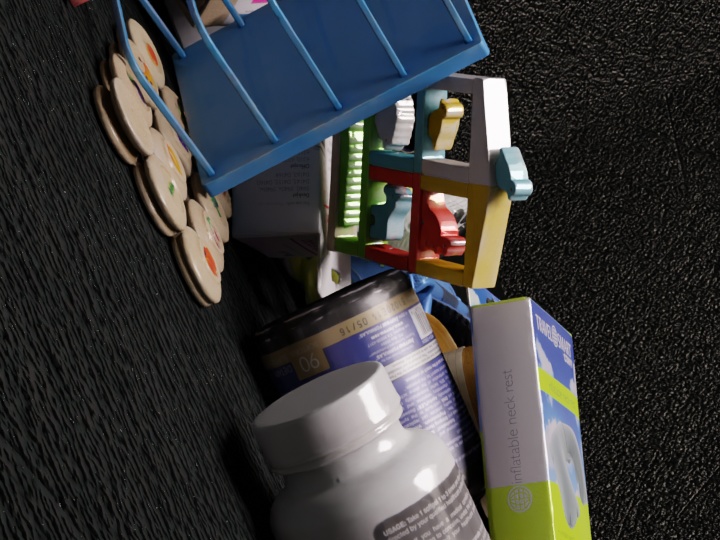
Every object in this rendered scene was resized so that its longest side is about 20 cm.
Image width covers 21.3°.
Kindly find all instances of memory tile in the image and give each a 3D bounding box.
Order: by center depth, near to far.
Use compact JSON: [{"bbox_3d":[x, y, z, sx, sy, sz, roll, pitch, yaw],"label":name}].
[{"bbox_3d":[-0.119,-0.072,1.193,0.200,0.017,0.154,-94,159,-69],"label":"memory tile"}]

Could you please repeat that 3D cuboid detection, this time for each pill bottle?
[{"bbox_3d":[0.016,0.158,1.068,0.111,0.110,0.201,-76,142,-79],"label":"pill bottle"},{"bbox_3d":[0.018,0.109,1.234,0.112,0.111,0.201,-31,97,-83],"label":"pill bottle"}]

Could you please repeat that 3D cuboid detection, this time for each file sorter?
[{"bbox_3d":[-0.045,-0.171,1.204,0.123,0.199,0.139,55,12,-44],"label":"file sorter"}]

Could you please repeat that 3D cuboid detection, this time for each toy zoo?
[{"bbox_3d":[0.042,-0.063,1.232,0.200,0.020,0.132,17,-74,55],"label":"toy zoo"}]

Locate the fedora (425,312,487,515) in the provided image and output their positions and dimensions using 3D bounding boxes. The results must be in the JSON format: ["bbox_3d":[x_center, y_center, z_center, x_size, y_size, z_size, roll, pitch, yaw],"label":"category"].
[{"bbox_3d":[0.104,0.110,1.371,0.201,0.081,0.202,-23,90,-79],"label":"fedora"}]

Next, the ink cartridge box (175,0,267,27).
[{"bbox_3d":[-0.070,-0.264,1.412,0.199,0.075,0.165,-9,56,-40],"label":"ink cartridge box"}]

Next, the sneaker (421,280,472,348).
[{"bbox_3d":[0.067,0.037,1.516,0.200,0.066,0.078,36,32,26],"label":"sneaker"}]

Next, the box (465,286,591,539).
[{"bbox_3d":[0.111,0.107,1.243,0.122,0.047,0.201,37,47,-66],"label":"box"}]

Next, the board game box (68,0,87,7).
[{"bbox_3d":[-0.210,-0.259,1.115,0.103,0.019,0.200,-106,170,-55],"label":"board game box"}]

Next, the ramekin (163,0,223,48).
[{"bbox_3d":[-0.081,-0.190,1.534,0.200,0.097,0.201,-24,90,-83],"label":"ramekin"}]

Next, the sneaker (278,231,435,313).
[{"bbox_3d":[0.000,0.000,1.474,0.201,0.105,0.076,68,10,12],"label":"sneaker"}]

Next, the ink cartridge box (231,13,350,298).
[{"bbox_3d":[-0.048,-0.075,1.372,0.116,0.066,0.201,33,57,-77],"label":"ink cartridge box"}]

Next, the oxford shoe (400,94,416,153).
[{"bbox_3d":[0.015,-0.187,1.566,0.075,0.070,0.200,-93,158,-56],"label":"oxford shoe"}]

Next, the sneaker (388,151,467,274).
[{"bbox_3d":[0.038,-0.055,1.423,0.090,0.078,0.200,39,8,7],"label":"sneaker"}]
